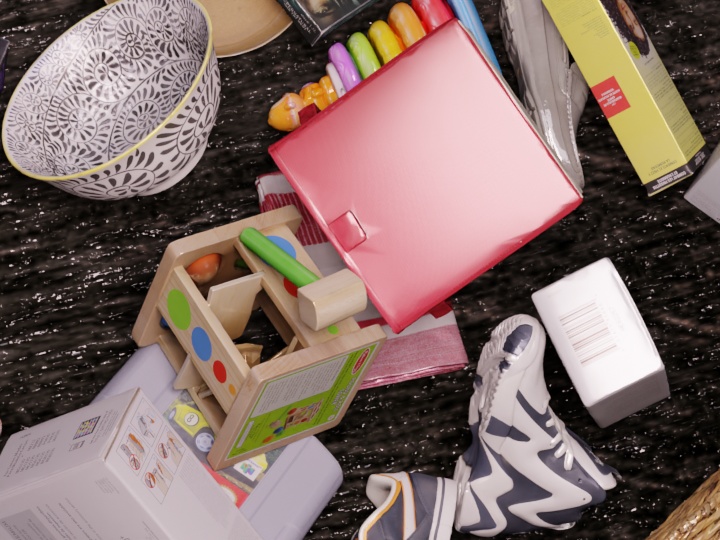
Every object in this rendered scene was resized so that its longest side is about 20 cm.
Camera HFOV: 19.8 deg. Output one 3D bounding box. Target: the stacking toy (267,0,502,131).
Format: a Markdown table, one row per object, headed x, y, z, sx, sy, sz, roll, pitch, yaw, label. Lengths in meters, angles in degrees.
| x | y | z | sx | sy | sz | roll | pitch | yaw | label |
| --- | --- | --- | --- | --- | --- | --- | --- | --- | --- |
| 0.012 | -0.167 | 1.763 | 0.199 | 0.116 | 0.110 | -22 | 84 | -3 | stacking toy |

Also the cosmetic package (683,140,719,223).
| x | y | z | sx | sy | sz | roll | pitch | yaw | label |
| --- | --- | --- | --- | --- | --- | --- | --- | --- | --- |
| 0.371 | -0.150 | 1.794 | 0.052 | 0.151 | 0.200 | 36 | 69 | 1 | cosmetic package |

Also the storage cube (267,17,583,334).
| x | y | z | sx | sy | sz | roll | pitch | yaw | label |
| --- | --- | --- | --- | --- | --- | --- | --- | --- | --- |
| 0.056 | -0.078 | 1.633 | 0.179 | 0.171 | 0.200 | -34 | 89 | 7 | storage cube |

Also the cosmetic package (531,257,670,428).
| x | y | z | sx | sy | sz | roll | pitch | yaw | label |
| --- | --- | --- | --- | --- | --- | --- | --- | --- | --- |
| 0.197 | 0.061 | 1.660 | 0.074 | 0.200 | 0.102 | -26 | 79 | 6 | cosmetic package |

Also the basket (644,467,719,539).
| x | y | z | sx | sy | sz | roll | pitch | yaw | label |
| --- | --- | --- | --- | --- | --- | --- | --- | --- | --- |
| 0.304 | 0.253 | 1.659 | 0.200 | 0.143 | 0.149 | -38 | 83 | -19 | basket |

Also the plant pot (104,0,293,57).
| x | y | z | sx | sy | sz | roll | pitch | yaw | label |
| --- | --- | --- | --- | --- | --- | --- | --- | --- | --- |
| -0.138 | -0.274 | 1.791 | 0.199 | 0.027 | 0.201 | 3 | 73 | -10 | plant pot |

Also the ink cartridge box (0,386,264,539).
| x | y | z | sx | sy | sz | roll | pitch | yaw | label |
| --- | --- | --- | --- | --- | --- | --- | --- | --- | --- |
| -0.186 | 0.206 | 1.542 | 0.200 | 0.175 | 0.084 | 54 | 33 | -25 | ink cartridge box |

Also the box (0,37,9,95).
| x | y | z | sx | sy | sz | roll | pitch | yaw | label |
| --- | --- | --- | --- | --- | --- | --- | --- | --- | --- |
| -0.372 | -0.101 | 1.647 | 0.122 | 0.106 | 0.201 | 20 | 70 | -6 | box |

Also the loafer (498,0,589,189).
| x | y | z | sx | sy | sz | roll | pitch | yaw | label |
| --- | --- | --- | --- | --- | --- | --- | --- | --- | --- |
| 0.172 | -0.161 | 1.799 | 0.069 | 0.070 | 0.201 | -9 | 74 | -6 | loafer |

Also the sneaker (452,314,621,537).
| x | y | z | sx | sy | sz | roll | pitch | yaw | label |
| --- | --- | --- | --- | --- | --- | --- | --- | --- | --- |
| 0.154 | 0.131 | 1.655 | 0.129 | 0.080 | 0.200 | 8 | 111 | -9 | sneaker |

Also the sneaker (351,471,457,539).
| x | y | z | sx | sy | sz | roll | pitch | yaw | label |
| --- | --- | --- | --- | --- | --- | --- | --- | --- | --- |
| 0.027 | 0.250 | 1.629 | 0.079 | 0.079 | 0.201 | 12 | 50 | -5 | sneaker |

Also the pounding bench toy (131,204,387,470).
| x | y | z | sx | sy | sz | roll | pitch | yaw | label |
| --- | --- | --- | --- | --- | --- | --- | --- | --- | --- |
| -0.075 | 0.023 | 1.595 | 0.124 | 0.200 | 0.156 | -18 | 62 | -34 | pounding bench toy |

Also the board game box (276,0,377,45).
| x | y | z | sx | sy | sz | roll | pitch | yaw | label |
| --- | --- | --- | --- | --- | --- | --- | --- | --- | --- |
| -0.010 | -0.300 | 1.803 | 0.200 | 0.028 | 0.135 | -38 | 87 | -30 | board game box |

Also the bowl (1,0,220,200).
| x | y | z | sx | sy | sz | roll | pitch | yaw | label |
| --- | --- | --- | --- | --- | --- | --- | --- | --- | --- |
| -0.185 | -0.124 | 1.682 | 0.200 | 0.094 | 0.201 | -19 | 45 | 20 | bowl |

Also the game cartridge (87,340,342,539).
| x | y | z | sx | sy | sz | roll | pitch | yaw | label |
| --- | --- | --- | --- | --- | --- | --- | --- | --- | --- |
| -0.118 | 0.143 | 1.636 | 0.200 | 0.041 | 0.133 | 33 | 43 | 5 | game cartridge |

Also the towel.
| x | y | z | sx | sy | sz | roll | pitch | yaw | label |
| --- | --- | --- | --- | --- | --- | --- | --- | --- | --- |
| 0.000 | 0.000 | 1.738 | 0.143 | 0.023 | 0.201 | -11 | 76 | -16 | towel |

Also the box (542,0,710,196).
| x | y | z | sx | sy | sz | roll | pitch | yaw | label |
| --- | --- | --- | --- | --- | --- | --- | --- | --- | --- |
| 0.230 | -0.169 | 1.783 | 0.201 | 0.050 | 0.075 | 61 | 29 | -6 | box |
